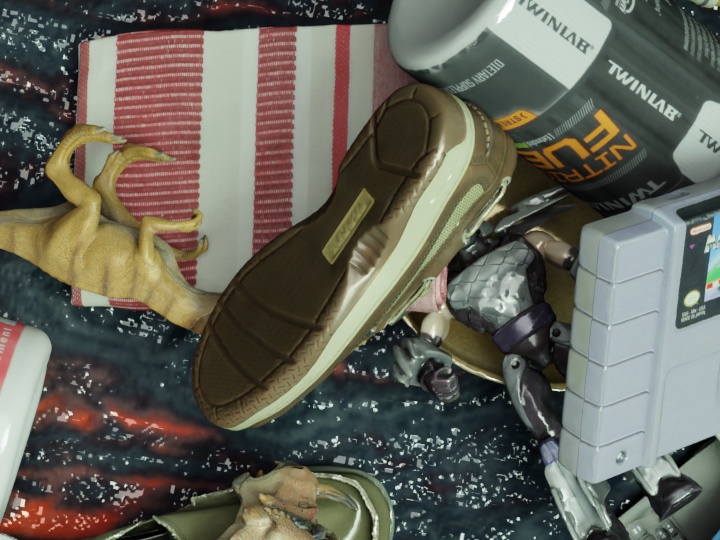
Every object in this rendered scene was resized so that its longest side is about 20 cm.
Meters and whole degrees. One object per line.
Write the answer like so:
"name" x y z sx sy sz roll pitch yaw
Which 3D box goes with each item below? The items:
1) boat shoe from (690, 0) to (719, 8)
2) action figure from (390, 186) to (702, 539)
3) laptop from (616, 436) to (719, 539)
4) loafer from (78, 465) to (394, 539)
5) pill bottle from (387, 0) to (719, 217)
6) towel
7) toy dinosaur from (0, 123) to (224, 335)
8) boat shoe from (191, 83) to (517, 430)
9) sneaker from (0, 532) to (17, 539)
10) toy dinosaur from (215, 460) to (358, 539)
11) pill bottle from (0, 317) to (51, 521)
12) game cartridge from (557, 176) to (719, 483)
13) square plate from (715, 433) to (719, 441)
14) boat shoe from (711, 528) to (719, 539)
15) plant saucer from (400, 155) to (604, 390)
"boat shoe" 0.206 -0.234 1.484 0.062 0.075 0.200 5 92 -9
"action figure" 0.090 0.042 1.420 0.130 0.069 0.200 -35 79 13
"laptop" 0.168 0.213 1.442 0.200 0.103 0.177 -38 91 -4
"loafer" -0.077 0.151 1.443 0.200 0.070 0.075 -18 89 -5
"pill bottle" 0.117 -0.092 1.393 0.200 0.106 0.106 34 85 -29
"towel" -0.050 -0.051 1.442 0.200 0.023 0.144 0 85 20
"toy dinosaur" -0.143 -0.018 1.422 0.200 0.060 0.106 16 86 15
"boat shoe" 0.003 0.004 1.365 0.202 0.075 0.075 -48 50 24
"sneaker" -0.246 0.185 1.411 0.200 0.075 0.082 -19 57 11
"toy dinosaur" -0.045 0.191 1.364 0.135 0.086 0.200 -11 83 -17
"pill bottle" -0.261 0.054 1.414 0.200 0.109 0.109 16 86 -4
"game cartridge" 0.179 0.015 1.350 0.200 0.038 0.130 -18 127 -36
"square plate" 0.229 0.004 1.437 0.028 0.200 0.198 30 78 42
"boat shoe" 0.209 0.153 1.411 0.084 0.069 0.200 42 72 -44
"plant saucer" 0.097 -0.038 1.482 0.200 0.035 0.201 0 88 -4
